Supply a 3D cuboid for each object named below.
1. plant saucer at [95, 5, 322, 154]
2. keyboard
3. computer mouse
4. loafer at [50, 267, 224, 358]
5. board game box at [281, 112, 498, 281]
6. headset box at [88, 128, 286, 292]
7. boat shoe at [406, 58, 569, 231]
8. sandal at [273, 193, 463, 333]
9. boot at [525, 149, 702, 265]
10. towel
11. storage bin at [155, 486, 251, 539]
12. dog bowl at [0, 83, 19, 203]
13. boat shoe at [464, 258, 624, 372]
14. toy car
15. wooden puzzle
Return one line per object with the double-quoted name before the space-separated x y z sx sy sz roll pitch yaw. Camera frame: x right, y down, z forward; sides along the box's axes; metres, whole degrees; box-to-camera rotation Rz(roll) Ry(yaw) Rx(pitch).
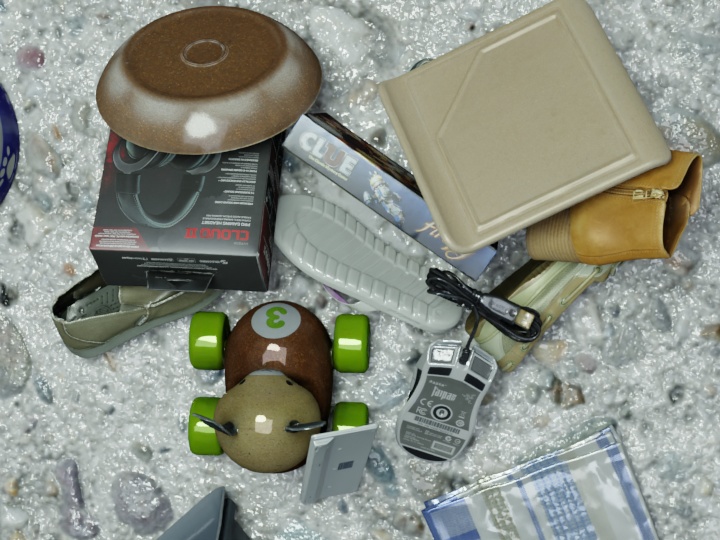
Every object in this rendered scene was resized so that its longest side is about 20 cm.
"plant saucer" -0.134 -0.177 1.189 0.199 0.201 0.037 0 135 4
"keyboard" -0.021 0.170 1.192 0.056 0.200 0.011 -15 68 -12
"computer mouse" 0.083 0.090 1.226 0.109 0.044 0.200 19 125 -4
"loafer" -0.197 0.012 1.246 0.200 0.070 0.075 -33 61 6
"board game box" 0.031 -0.068 1.202 0.200 0.135 0.035 35 99 1
"headset box" -0.149 -0.070 1.204 0.148 0.077 0.201 3 63 5
"boat shoe" 0.109 -0.109 1.226 0.200 0.071 0.072 45 95 1
"sandal" -0.003 0.005 1.249 0.202 0.083 0.050 32 137 3
"boot" 0.224 -0.095 1.168 0.144 0.071 0.202 -4 63 37
"towel" 0.172 0.244 1.265 0.199 0.024 0.147 -23 93 7
"storage bin" -0.133 0.310 1.213 0.145 0.200 0.134 -41 99 5
"dog bowl" -0.422 -0.119 1.262 0.199 0.079 0.201 0 94 4
"boat shoe" 0.187 0.009 1.230 0.201 0.073 0.063 -41 101 6
"toy car" -0.079 0.111 1.187 0.163 0.200 0.159 1 93 4
"wooden puzzle" 0.134 -0.123 1.149 0.199 0.037 0.186 -23 62 2
